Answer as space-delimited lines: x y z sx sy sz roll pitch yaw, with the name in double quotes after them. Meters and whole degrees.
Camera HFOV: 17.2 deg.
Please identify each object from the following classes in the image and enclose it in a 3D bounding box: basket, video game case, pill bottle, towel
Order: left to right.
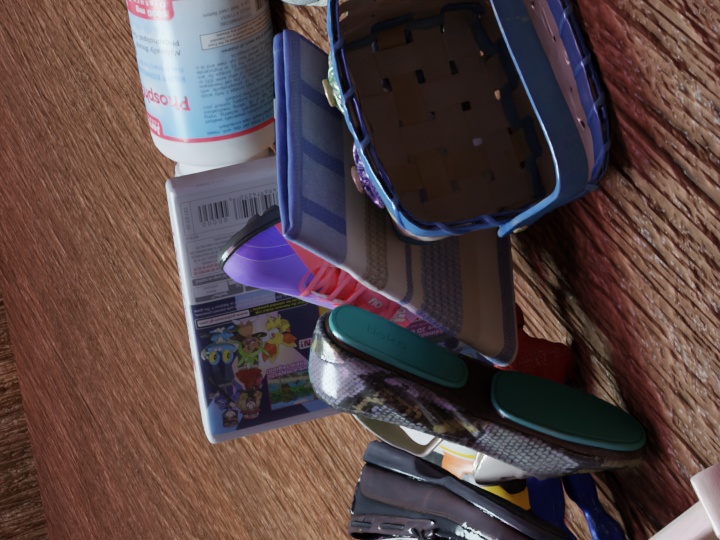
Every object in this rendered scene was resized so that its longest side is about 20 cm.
-0.117 -0.153 1.843 0.109 0.108 0.201 -136 34 -60 "pill bottle"
-0.012 0.006 1.477 0.023 0.199 0.183 -122 22 -58 "video game case"
0.020 -0.039 1.354 0.024 0.200 0.148 -27 51 32 "towel"
0.059 -0.098 1.248 0.200 0.138 0.177 129 124 -68 "basket"

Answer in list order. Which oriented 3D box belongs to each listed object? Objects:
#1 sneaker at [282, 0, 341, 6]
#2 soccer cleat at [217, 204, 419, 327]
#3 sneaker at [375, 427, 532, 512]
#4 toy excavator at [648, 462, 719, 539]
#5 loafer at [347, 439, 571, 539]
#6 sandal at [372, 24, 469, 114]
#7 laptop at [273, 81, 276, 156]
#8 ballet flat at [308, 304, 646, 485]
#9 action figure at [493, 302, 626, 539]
-0.045 -0.217 1.579 0.200 0.086 0.078 162 93 -74 "sneaker"
0.000 0.000 1.373 0.068 0.199 0.073 -39 67 31 "soccer cleat"
0.061 0.134 1.585 0.200 0.070 0.091 -165 63 -69 "sneaker"
0.150 0.178 1.248 0.100 0.194 0.200 67 -170 25 "toy excavator"
0.054 0.154 1.386 0.200 0.072 0.063 21 84 61 "loafer"
0.030 -0.154 1.426 0.045 0.075 0.201 -106 9 -46 "sandal"
0.003 -0.040 1.640 0.199 0.115 0.188 -17 71 47 "laptop"
0.062 0.083 1.349 0.072 0.199 0.072 21 -90 -90 "ballet flat"
0.104 0.117 1.431 0.099 0.065 0.201 -15 90 65 "action figure"
